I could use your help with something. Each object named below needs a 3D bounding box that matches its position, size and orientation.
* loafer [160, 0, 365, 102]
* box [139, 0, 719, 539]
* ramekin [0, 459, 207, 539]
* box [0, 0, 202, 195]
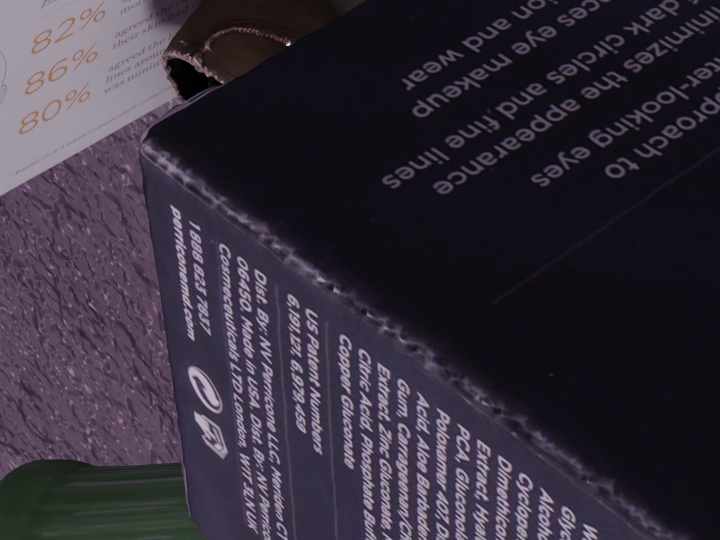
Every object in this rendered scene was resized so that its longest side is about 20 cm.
[{"bbox_3d":[0.000,0.000,0.767,0.200,0.071,0.073,60,152,-4],"label":"loafer"},{"bbox_3d":[0.096,0.016,0.500,0.200,0.196,0.118,37,146,33],"label":"box"},{"bbox_3d":[-0.058,0.159,0.895,0.097,0.200,0.201,-8,119,14],"label":"ramekin"},{"bbox_3d":[-0.109,-0.119,0.734,0.106,0.152,0.200,49,150,17],"label":"box"}]
